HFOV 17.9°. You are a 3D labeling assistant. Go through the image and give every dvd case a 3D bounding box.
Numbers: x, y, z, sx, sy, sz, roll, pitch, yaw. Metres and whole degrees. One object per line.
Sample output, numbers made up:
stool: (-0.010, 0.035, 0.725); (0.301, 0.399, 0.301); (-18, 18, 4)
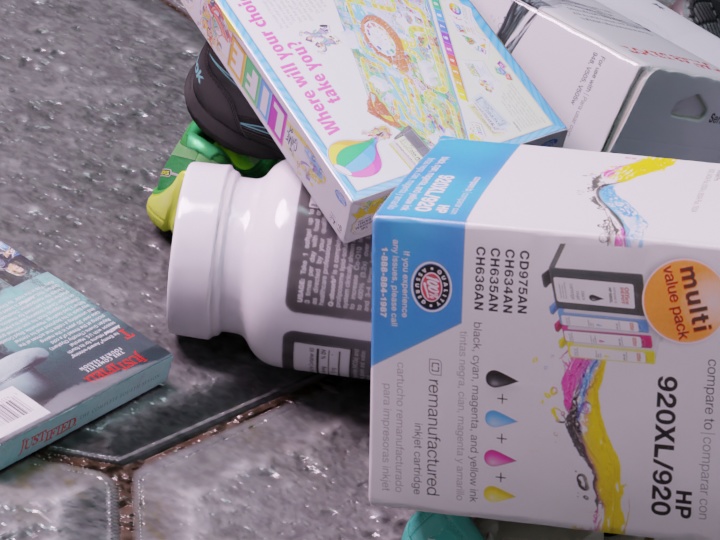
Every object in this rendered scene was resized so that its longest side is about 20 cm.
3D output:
dvd case: (-0.216, 0.023, 1.185); (0.199, 0.022, 0.146); (30, 30, 21)

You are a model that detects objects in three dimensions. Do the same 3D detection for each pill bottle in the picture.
pill bottle: (0.000, 0.000, 1.240); (0.198, 0.117, 0.116); (8, 28, 2)

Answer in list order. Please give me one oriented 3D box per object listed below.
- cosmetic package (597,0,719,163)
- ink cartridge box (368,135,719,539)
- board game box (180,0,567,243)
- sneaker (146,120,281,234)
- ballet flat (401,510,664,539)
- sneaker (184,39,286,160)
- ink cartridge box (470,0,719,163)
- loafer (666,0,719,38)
cosmetic package: (0.161, -0.097, 1.523); (0.200, 0.124, 0.199); (36, 33, 26)
ink cartridge box: (0.117, 0.031, 1.087); (0.198, 0.149, 0.145); (5, 18, 14)
board game box: (0.002, -0.115, 1.231); (0.134, 0.034, 0.201); (-19, 57, -24)
sneaker: (-0.056, -0.078, 1.391); (0.074, 0.084, 0.200); (28, 31, 11)
ballet flat: (0.119, 0.137, 1.137); (0.198, 0.071, 0.068); (8, 43, -20)
sneaker: (-0.004, -0.080, 1.288); (0.199, 0.079, 0.076); (21, 58, -2)
ink cartridge box: (0.107, -0.119, 1.338); (0.199, 0.084, 0.146); (33, 17, 31)
loafer: (0.266, -0.177, 1.776); (0.199, 0.071, 0.074); (1, 65, -59)
